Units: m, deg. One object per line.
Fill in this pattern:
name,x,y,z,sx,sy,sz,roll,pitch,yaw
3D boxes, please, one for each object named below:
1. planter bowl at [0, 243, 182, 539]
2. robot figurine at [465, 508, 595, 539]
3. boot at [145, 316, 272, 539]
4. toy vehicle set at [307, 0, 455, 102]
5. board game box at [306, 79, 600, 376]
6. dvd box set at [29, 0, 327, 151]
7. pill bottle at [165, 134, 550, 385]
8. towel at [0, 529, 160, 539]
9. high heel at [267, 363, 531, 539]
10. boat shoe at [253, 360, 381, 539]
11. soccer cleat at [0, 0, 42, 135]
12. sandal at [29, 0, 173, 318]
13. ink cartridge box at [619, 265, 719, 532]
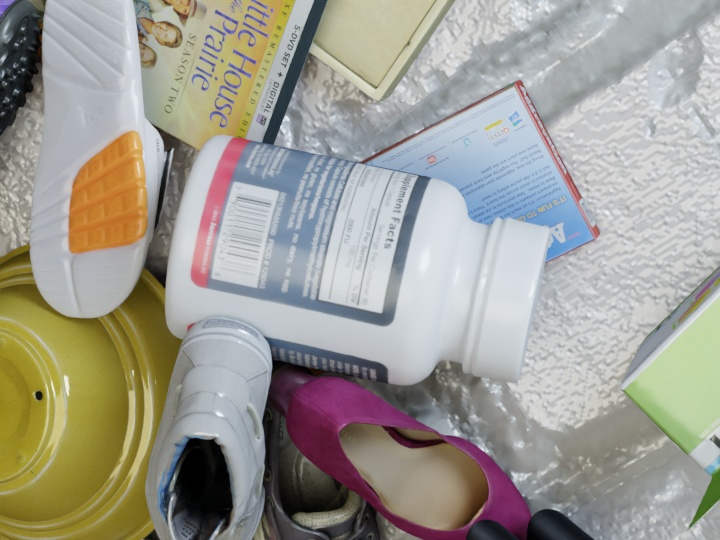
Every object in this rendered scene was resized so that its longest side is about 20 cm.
planter bowl,-0.200,0.079,1.433,0.200,0.083,0.201,-1,89,28
robot figurine,0.098,0.244,1.391,0.150,0.125,0.200,7,110,12
boot,-0.092,0.125,1.341,0.074,0.096,0.200,10,134,4
toy vehicle set,-0.032,-0.206,1.383,0.200,0.027,0.124,38,109,5
board game box,0.030,-0.022,1.411,0.200,0.019,0.103,-26,93,19
dvd box set,-0.122,-0.161,1.394,0.200,0.029,0.146,30,123,10
pill bottle,0.000,0.000,1.348,0.200,0.120,0.120,12,105,6
towel,-0.160,0.216,1.508,0.200,0.034,0.133,40,110,3
high heel,0.035,0.122,1.366,0.200,0.096,0.067,29,92,-26
boat shoe,-0.026,0.143,1.424,0.072,0.065,0.200,-22,100,-22
soccer cleat,-0.247,-0.091,1.423,0.073,0.068,0.200,34,132,7
sandal,-0.144,-0.075,1.397,0.079,0.059,0.207,5,94,26
ink cartridge box,0.212,0.039,1.279,0.076,0.200,0.148,44,109,3
